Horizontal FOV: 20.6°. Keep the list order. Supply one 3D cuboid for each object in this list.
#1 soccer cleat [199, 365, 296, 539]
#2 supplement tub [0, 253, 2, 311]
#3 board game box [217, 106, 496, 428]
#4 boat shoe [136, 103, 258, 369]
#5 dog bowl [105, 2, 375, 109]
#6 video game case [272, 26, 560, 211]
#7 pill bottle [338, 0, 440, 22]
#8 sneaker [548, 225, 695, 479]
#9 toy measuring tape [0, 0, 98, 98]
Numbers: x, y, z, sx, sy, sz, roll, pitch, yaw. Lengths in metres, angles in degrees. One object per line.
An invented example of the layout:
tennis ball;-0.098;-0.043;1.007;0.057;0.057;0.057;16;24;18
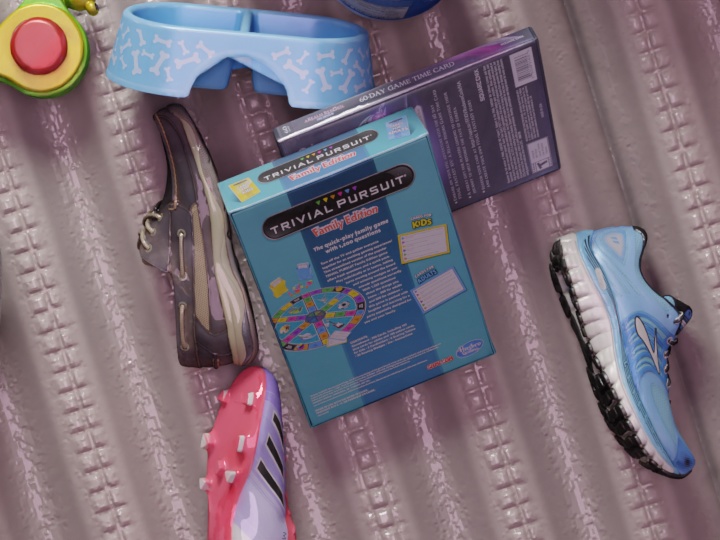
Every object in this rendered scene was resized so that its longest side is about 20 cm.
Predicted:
soccer cleat;-0.078;0.174;1.474;0.076;0.067;0.202;11;83;-34
supplement tub;-0.363;0.027;1.412;0.198;0.144;0.146;4;89;-2
board game box;0.000;0.000;1.430;0.150;0.047;0.201;-21;123;-3
boat shoe;-0.130;-0.022;1.459;0.073;0.074;0.202;-15;89;-3
dog bowl;-0.084;-0.159;1.438;0.198;0.112;0.050;6;108;-3
video game case;0.045;-0.089;1.445;0.199;0.143;0.019;-21;50;-2
pill bottle;0.023;-0.238;1.404;0.111;0.200;0.113;0;90;-2
sneaker;0.214;0.058;1.475;0.089;0.078;0.201;-20;91;-6
toy measuring tape;-0.259;-0.133;1.457;0.074;0.074;0.200;42;88;-2
